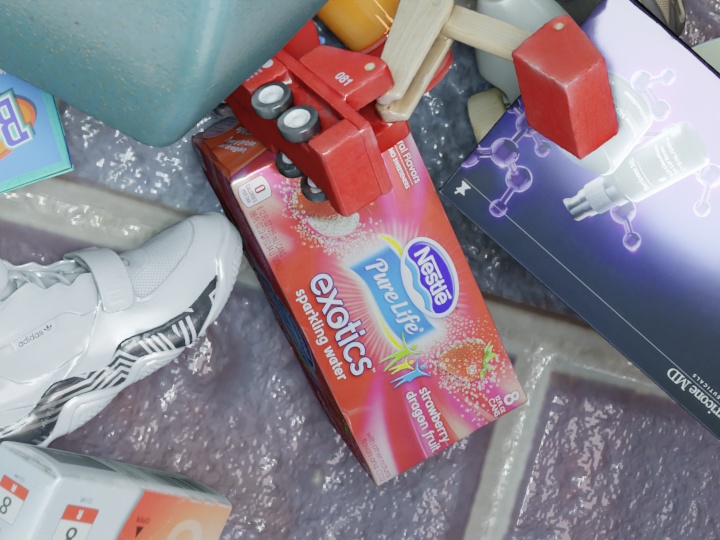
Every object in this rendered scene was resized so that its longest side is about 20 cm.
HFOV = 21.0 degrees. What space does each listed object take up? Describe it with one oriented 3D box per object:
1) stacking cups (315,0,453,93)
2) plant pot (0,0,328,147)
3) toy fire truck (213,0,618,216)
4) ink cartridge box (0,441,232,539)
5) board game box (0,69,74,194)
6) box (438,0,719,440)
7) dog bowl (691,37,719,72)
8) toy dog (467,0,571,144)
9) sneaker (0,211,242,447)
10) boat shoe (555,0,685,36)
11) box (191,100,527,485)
[{"bbox_3d":[-0.031,-0.166,1.012,0.061,0.060,0.200,-48,112,-15],"label":"stacking cups"},{"bbox_3d":[-0.093,-0.175,0.861,0.196,0.196,0.200,-48,159,-45],"label":"plant pot"},{"bbox_3d":[0.015,-0.097,0.953,0.141,0.200,0.049,-34,136,-14],"label":"toy fire truck"},{"bbox_3d":[-0.159,0.192,0.988,0.162,0.050,0.200,23,88,-60],"label":"ink cartridge box"},{"bbox_3d":[-0.233,-0.120,0.919,0.152,0.045,0.201,-22,110,-28],"label":"board game box"},{"bbox_3d":[0.162,-0.030,1.007,0.200,0.079,0.141,41,103,2],"label":"box"},{"bbox_3d":[0.223,-0.033,1.137,0.079,0.200,0.201,17,91,-32],"label":"dog bowl"},{"bbox_3d":[0.084,-0.155,1.084,0.131,0.096,0.200,-6,124,-1],"label":"toy dog"},{"bbox_3d":[-0.155,0.010,0.978,0.200,0.075,0.115,-39,121,-16],"label":"sneaker"},{"bbox_3d":[0.133,-0.200,1.130,0.073,0.074,0.200,-46,125,-34],"label":"boat shoe"},{"bbox_3d":[0.000,0.000,1.052,0.100,0.095,0.200,-28,115,-8],"label":"box"}]
